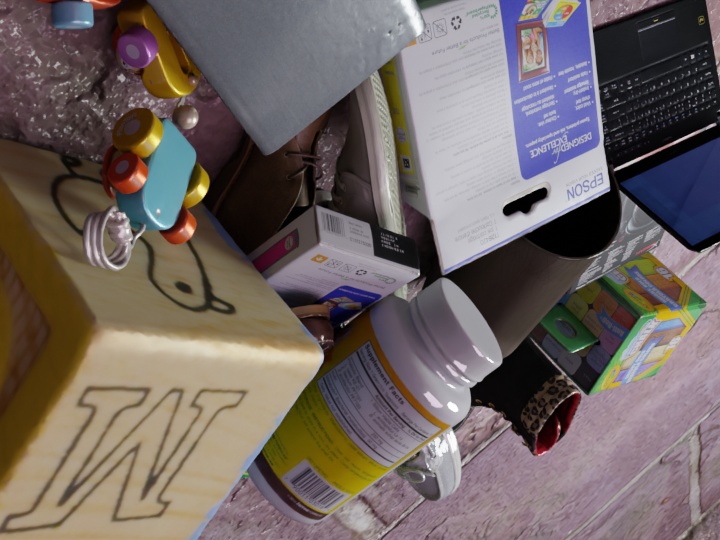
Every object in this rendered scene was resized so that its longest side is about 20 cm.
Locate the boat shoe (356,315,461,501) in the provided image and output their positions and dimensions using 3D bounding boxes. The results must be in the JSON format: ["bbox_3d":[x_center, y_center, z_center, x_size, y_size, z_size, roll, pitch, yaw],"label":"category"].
[{"bbox_3d":[0.028,0.132,0.955,0.065,0.074,0.204,-46,129,-30],"label":"boat shoe"}]

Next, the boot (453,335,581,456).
[{"bbox_3d":[0.157,0.147,1.228,0.072,0.151,0.202,-9,135,-41],"label":"boot"}]

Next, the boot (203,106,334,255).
[{"bbox_3d":[-0.045,-0.089,0.798,0.073,0.076,0.202,2,126,-45],"label":"boot"}]

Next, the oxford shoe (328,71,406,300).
[{"bbox_3d":[0.002,-0.058,0.821,0.057,0.076,0.203,0,125,9],"label":"oxford shoe"}]

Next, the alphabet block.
[{"bbox_3d":[-0.182,0.058,0.708,0.199,0.195,0.198,11,119,-54],"label":"alphabet block"}]

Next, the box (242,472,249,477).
[{"bbox_3d":[-0.076,0.123,0.972,0.198,0.117,0.049,8,123,-51],"label":"box"}]

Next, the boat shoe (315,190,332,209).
[{"bbox_3d":[0.000,0.000,0.965,0.074,0.060,0.200,-40,148,-3],"label":"boat shoe"}]

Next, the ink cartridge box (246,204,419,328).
[{"bbox_3d":[-0.056,0.021,0.812,0.094,0.038,0.199,16,143,-37],"label":"ink cartridge box"}]

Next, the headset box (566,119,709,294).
[{"bbox_3d":[0.267,-0.092,1.140,0.147,0.075,0.202,-25,144,-27],"label":"headset box"}]

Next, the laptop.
[{"bbox_3d":[0.312,-0.143,1.017,0.175,0.103,0.203,-23,107,-29],"label":"laptop"}]

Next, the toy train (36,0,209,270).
[{"bbox_3d":[-0.149,-0.107,0.636,0.150,0.055,0.204,-22,110,-62],"label":"toy train"}]

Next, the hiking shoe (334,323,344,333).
[{"bbox_3d":[-0.075,0.044,0.935,0.086,0.075,0.200,-41,139,8],"label":"hiking shoe"}]

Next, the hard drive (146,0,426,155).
[{"bbox_3d":[-0.048,-0.170,0.648,0.139,0.033,0.200,-38,148,0],"label":"hard drive"}]

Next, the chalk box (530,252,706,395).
[{"bbox_3d":[0.287,0.054,1.291,0.198,0.125,0.125,-6,134,-46],"label":"chalk box"}]

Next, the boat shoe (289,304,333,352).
[{"bbox_3d":[-0.096,0.086,0.809,0.198,0.071,0.070,-26,159,32],"label":"boat shoe"}]

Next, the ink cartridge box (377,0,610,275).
[{"bbox_3d":[0.109,-0.128,0.872,0.196,0.047,0.203,-25,117,-29],"label":"ink cartridge box"}]

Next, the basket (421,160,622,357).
[{"bbox_3d":[0.137,-0.019,1.022,0.134,0.182,0.201,10,139,-13],"label":"basket"}]

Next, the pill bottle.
[{"bbox_3d":[0.007,0.096,0.831,0.199,0.110,0.109,-38,150,16],"label":"pill bottle"}]
